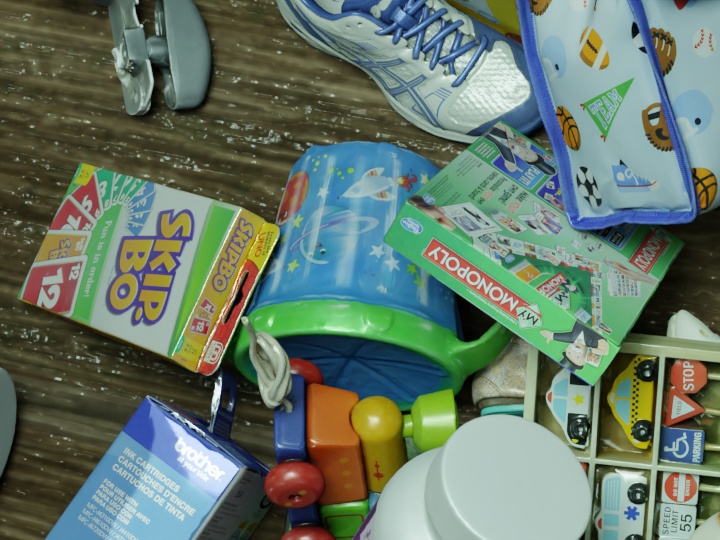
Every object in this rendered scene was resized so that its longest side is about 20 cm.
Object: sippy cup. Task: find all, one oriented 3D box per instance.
[{"bbox_3d":[0.000,0.000,1.253,0.177,0.140,0.131,13,68,-15],"label":"sippy cup"}]

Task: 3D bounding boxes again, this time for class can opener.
[{"bbox_3d":[-0.141,-0.194,1.371,0.066,0.053,0.201,-4,74,-22],"label":"can opener"}]

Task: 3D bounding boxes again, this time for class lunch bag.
[{"bbox_3d":[0.179,-0.143,1.167,0.170,0.124,0.201,-23,101,-36],"label":"lunch bag"}]

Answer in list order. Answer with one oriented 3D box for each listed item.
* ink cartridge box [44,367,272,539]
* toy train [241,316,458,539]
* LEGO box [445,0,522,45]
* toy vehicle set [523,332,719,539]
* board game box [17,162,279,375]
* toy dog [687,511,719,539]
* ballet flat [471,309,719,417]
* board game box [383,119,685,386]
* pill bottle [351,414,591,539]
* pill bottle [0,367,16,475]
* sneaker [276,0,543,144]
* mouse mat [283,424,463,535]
[{"bbox_3d":[-0.119,0.152,1.233,0.076,0.136,0.200,36,87,12],"label":"ink cartridge box"},{"bbox_3d":[0.003,0.085,1.189,0.115,0.200,0.085,-4,53,3],"label":"toy train"},{"bbox_3d":[0.052,-0.219,1.248,0.148,0.200,0.077,31,86,16],"label":"LEGO box"},{"bbox_3d":[0.150,0.135,1.195,0.123,0.027,0.201,4,101,10],"label":"toy vehicle set"},{"bbox_3d":[-0.128,-0.003,1.273,0.199,0.030,0.096,17,80,48],"label":"board game box"},{"bbox_3d":[0.252,0.193,1.106,0.199,0.194,0.140,23,92,-5],"label":"toy dog"},{"bbox_3d":[0.162,0.056,1.234,0.199,0.068,0.068,3,71,11],"label":"ballet flat"},{"bbox_3d":[0.101,-0.016,1.187,0.134,0.200,0.029,35,114,6],"label":"board game box"},{"bbox_3d":[0.048,0.164,1.146,0.112,0.200,0.113,11,51,-14],"label":"pill bottle"},{"bbox_3d":[-0.317,0.081,1.304,0.199,0.114,0.115,12,80,14],"label":"pill bottle"},{"bbox_3d":[0.024,-0.142,1.296,0.199,0.088,0.076,28,83,15],"label":"sneaker"},{"bbox_3d":[0.049,0.169,1.262,0.199,0.008,0.162,4,78,14],"label":"mouse mat"}]
